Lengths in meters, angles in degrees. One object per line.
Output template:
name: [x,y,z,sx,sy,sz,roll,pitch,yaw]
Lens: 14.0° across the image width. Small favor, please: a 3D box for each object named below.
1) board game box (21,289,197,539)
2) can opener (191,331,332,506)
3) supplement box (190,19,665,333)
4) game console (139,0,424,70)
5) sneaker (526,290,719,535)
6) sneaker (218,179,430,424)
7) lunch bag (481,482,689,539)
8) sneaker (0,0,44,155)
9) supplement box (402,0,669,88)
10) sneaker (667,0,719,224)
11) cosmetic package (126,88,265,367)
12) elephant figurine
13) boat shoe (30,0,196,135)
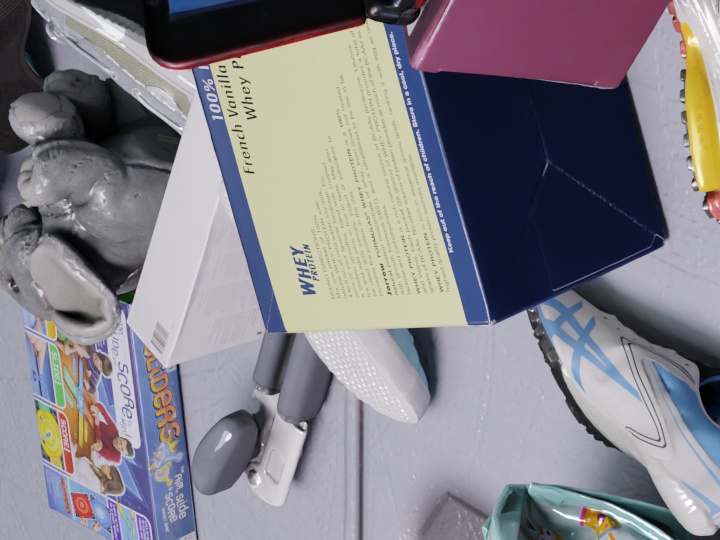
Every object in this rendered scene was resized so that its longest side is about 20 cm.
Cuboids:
board game box: [-0.175,0.091,2.011,0.135,0.034,0.201,22,125,45]
can opener: [-0.052,0.073,1.827,0.053,0.066,0.201,45,134,29]
supplement box: [0.029,-0.081,1.577,0.199,0.134,0.201,-5,104,53]
game console: [-0.031,-0.215,1.373,0.173,0.118,0.201,119,148,-47]
sneaker: [0.154,0.064,1.567,0.200,0.072,0.072,48,170,43]
sneaker: [0.000,0.000,1.719,0.074,0.082,0.201,16,144,53]
lunch bag: [0.143,0.217,1.572,0.200,0.122,0.171,42,156,26]
sneaker: [-0.265,-0.173,1.923,0.121,0.083,0.200,48,163,25]
supplement box: [0.072,-0.194,1.416,0.086,0.110,0.201,119,148,-47]
sneaker: [0.196,-0.126,1.409,0.082,0.078,0.201,-7,100,25]
cosmetic package: [-0.076,-0.039,1.762,0.051,0.082,0.201,47,133,32]
elephant figurine: [-0.178,-0.019,1.882,0.155,0.141,0.201,56,139,39]
boat shoe: [-0.141,-0.140,1.817,0.201,0.074,0.065,33,128,29]
